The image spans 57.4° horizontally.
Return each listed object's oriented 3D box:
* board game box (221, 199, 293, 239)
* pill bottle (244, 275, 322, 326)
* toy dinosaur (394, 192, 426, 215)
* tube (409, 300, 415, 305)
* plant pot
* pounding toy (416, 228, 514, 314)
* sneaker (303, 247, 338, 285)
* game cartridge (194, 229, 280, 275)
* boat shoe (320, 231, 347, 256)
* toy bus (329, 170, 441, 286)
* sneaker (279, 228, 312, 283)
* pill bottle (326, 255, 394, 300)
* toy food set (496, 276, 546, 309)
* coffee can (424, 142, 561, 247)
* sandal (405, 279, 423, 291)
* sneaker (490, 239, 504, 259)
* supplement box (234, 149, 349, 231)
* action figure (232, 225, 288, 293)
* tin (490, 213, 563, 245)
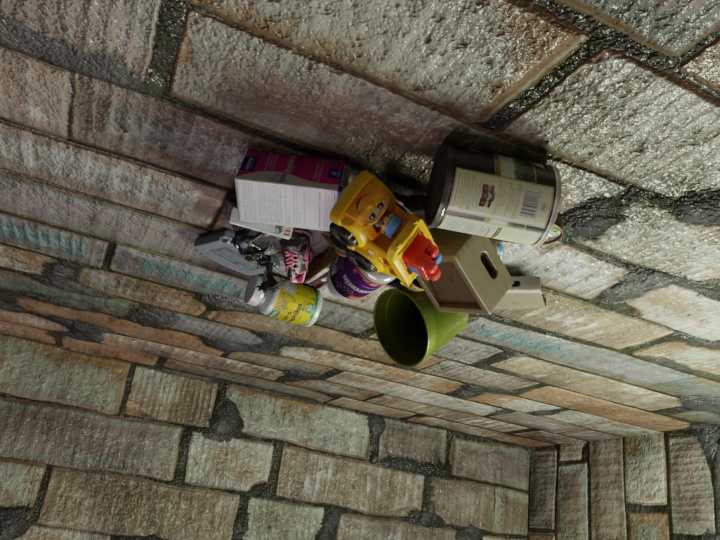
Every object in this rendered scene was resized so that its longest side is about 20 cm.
[{"bbox_3d":[-0.218,-0.109,1.374,0.126,0.035,0.200,16,-174,-18],"label":"board game box"},{"bbox_3d":[-0.217,0.080,1.839,0.199,0.113,0.113,20,155,-26],"label":"pill bottle"},{"bbox_3d":[0.113,-0.132,1.288,0.088,0.048,0.200,-6,-161,-37],"label":"toy dinosaur"},{"bbox_3d":[0.201,0.096,1.834,0.199,0.051,0.077,20,165,-36],"label":"tube"},{"bbox_3d":[0.170,0.122,1.688,0.192,0.202,0.200,-16,175,-37],"label":"plant pot"},{"bbox_3d":[0.220,0.002,1.402,0.184,0.142,0.200,0,131,54],"label":"pounding toy"},{"bbox_3d":[-0.070,0.002,1.656,0.090,0.075,0.200,25,154,-23],"label":"sneaker"},{"bbox_3d":[-0.319,-0.043,1.684,0.133,0.041,0.200,-13,150,34],"label":"game cartridge"},{"bbox_3d":[-0.028,-0.065,1.376,0.068,0.072,0.200,59,174,-30],"label":"boat shoe"},{"bbox_3d":[0.062,-0.060,1.187,0.192,0.136,0.200,31,167,35],"label":"toy bus"},{"bbox_3d":[-0.157,-0.032,1.580,0.078,0.096,0.200,6,156,8],"label":"sneaker"},{"bbox_3d":[0.000,0.000,1.483,0.112,0.113,0.200,18,153,-23],"label":"pill bottle"},{"bbox_3d":[0.390,0.053,1.662,0.143,0.061,0.200,-2,164,20],"label":"toy food set"},{"bbox_3d":[0.226,-0.130,1.146,0.199,0.147,0.146,10,158,-6],"label":"coffee can"},{"bbox_3d":[0.123,0.022,1.604,0.199,0.054,0.080,12,-172,23],"label":"sandal"},{"bbox_3d":[0.287,-0.019,1.491,0.071,0.073,0.200,2,158,11],"label":"sneaker"},{"bbox_3d":[-0.126,-0.149,1.239,0.199,0.102,0.104,6,133,3],"label":"supplement box"},{"bbox_3d":[-0.230,-0.049,1.512,0.102,0.201,0.119,-26,174,-13],"label":"action figure"},{"bbox_3d":[0.312,-0.096,1.343,0.199,0.042,0.112,7,162,4],"label":"tin"}]
